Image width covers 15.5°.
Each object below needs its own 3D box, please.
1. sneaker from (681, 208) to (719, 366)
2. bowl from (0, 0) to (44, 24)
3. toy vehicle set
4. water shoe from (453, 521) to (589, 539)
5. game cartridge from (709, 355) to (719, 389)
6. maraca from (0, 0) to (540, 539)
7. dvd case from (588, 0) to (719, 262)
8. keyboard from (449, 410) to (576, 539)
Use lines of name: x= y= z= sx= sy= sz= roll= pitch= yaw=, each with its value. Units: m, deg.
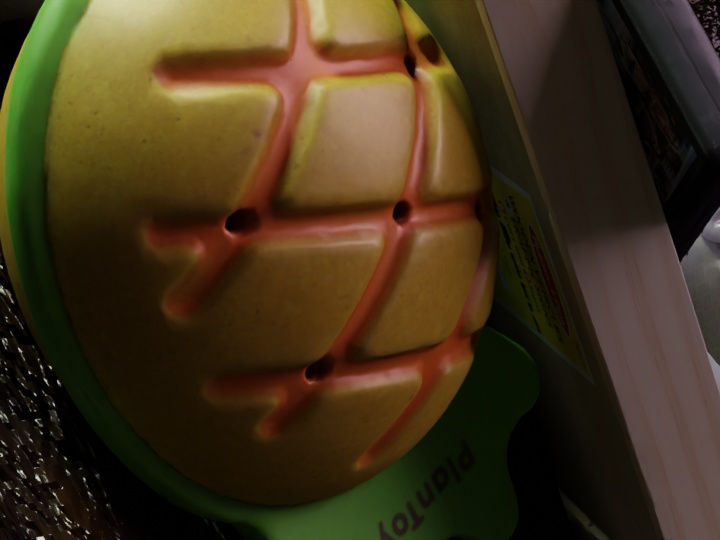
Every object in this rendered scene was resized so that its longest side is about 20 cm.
sneaker: x=0.063 y=-0.048 z=0.779 sx=0.200 sy=0.081 sz=0.075 roll=59 pitch=21 yaw=15
bowl: x=-0.093 y=-0.128 z=0.716 sx=0.201 sy=0.090 sz=0.201 roll=56 pitch=4 yaw=-6
toy vehicle set: x=0.048 y=-0.010 z=0.697 sx=0.200 sy=0.026 sz=0.124 roll=69 pitch=-11 yaw=-24
water shoe: x=0.040 y=0.059 z=0.931 sx=0.079 sy=0.072 sz=0.200 roll=34 pitch=14 yaw=-22
game cartridge: x=0.109 y=0.095 z=0.918 sx=0.130 sy=0.038 sz=0.200 roll=97 pitch=-13 yaw=-55
maraca: x=-0.016 y=0.003 z=0.643 sx=0.107 sy=0.137 sz=0.200 roll=5 pitch=-50 yaw=48
dvd case: x=0.037 y=-0.094 z=0.684 sx=0.200 sy=0.018 sz=0.143 roll=63 pitch=-11 yaw=12
keyboard: x=0.047 y=0.111 z=0.775 sx=0.104 sy=0.040 sz=0.201 roll=-146 pitch=-144 yaw=-76
